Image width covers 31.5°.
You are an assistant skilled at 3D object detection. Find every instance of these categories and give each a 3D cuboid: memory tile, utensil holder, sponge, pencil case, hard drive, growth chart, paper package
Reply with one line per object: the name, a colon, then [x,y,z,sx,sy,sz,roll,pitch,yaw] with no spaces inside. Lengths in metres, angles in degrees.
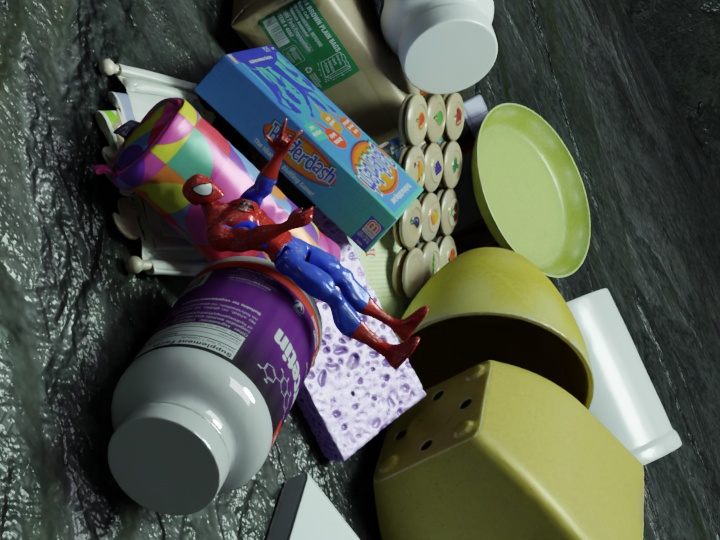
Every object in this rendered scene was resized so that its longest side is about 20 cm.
memory tile: [0.071,-0.078,1.285,0.153,0.017,0.201,-16,110,-63]
utensil holder: [0.256,0.143,1.494,0.170,0.170,0.201,-8,74,-65]
sponge: [-0.028,0.052,1.106,0.111,0.030,0.201,-32,99,-35]
pencil case: [-0.105,-0.045,0.981,0.200,0.088,0.089,42,33,-27]
hard drive: [-0.009,0.276,1.011,0.200,0.026,0.132,56,27,-24]
growth chart: [-0.154,-0.081,1.023,0.144,0.018,0.201,14,56,-49]
paper package: [-0.031,-0.241,1.302,0.200,0.103,0.191,51,21,-32]

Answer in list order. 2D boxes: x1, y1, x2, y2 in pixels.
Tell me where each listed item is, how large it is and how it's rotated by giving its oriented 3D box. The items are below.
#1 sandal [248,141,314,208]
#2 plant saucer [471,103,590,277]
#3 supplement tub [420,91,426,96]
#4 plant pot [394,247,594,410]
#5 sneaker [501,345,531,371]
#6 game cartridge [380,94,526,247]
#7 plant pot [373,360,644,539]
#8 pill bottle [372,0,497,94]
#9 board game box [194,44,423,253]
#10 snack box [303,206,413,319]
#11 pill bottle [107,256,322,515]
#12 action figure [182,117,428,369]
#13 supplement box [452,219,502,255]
sandal: [-0.043,-0.094,1.224,0.200,0.054,0.082,24,48,-65]
plant saucer: [0.182,-0.084,1.399,0.200,0.031,0.201,23,57,-40]
supplement tub: [0.052,-0.316,1.535,0.122,0.122,0.201,9,61,-61]
plant pot: [0.126,0.061,1.244,0.200,0.200,0.142,49,32,-32]
sneaker: [0.165,0.140,1.324,0.079,0.078,0.201,1,106,-48]
game cartridge: [0.080,-0.101,1.384,0.200,0.038,0.130,-29,100,-30]
plant pot: [0.120,0.201,1.153,0.200,0.194,0.196,52,28,-18]
pill bottle: [0.068,-0.279,1.275,0.116,0.115,0.201,38,31,-46]
board game box: [-0.039,-0.113,1.128,0.200,0.045,0.152,44,17,-2]
snack box: [0.000,0.000,1.231,0.200,0.037,0.117,-1,83,-64]
pill bottle: [-0.102,0.079,0.893,0.113,0.112,0.200,58,26,-18]
action figure: [-0.030,-0.025,0.906,0.200,0.099,0.065,32,31,-7]
supplement box: [0.136,-0.003,1.444,0.086,0.110,0.200,56,27,-22]
